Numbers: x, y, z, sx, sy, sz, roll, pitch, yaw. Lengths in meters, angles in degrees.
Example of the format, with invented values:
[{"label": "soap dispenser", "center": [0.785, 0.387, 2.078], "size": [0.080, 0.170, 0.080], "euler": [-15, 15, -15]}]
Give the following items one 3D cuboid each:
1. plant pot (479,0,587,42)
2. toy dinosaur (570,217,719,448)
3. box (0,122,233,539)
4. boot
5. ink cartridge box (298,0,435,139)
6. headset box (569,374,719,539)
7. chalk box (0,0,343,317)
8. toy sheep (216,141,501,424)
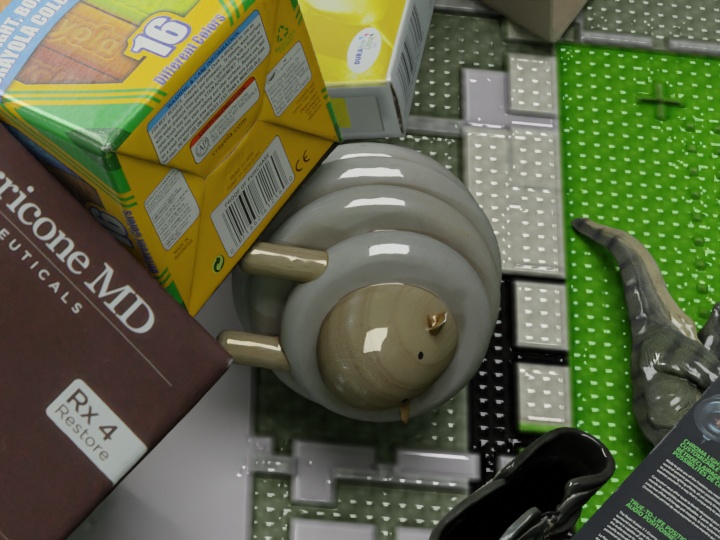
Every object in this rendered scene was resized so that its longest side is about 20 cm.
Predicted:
[{"label": "plant pot", "center": [0.071, -0.278, 1.507], "size": [0.177, 0.200, 0.200], "euler": [23, 53, 20]}, {"label": "toy dinosaur", "center": [0.164, 0.043, 1.375], "size": [0.088, 0.047, 0.200], "euler": [-6, 52, -6]}, {"label": "box", "center": [-0.197, 0.068, 1.192], "size": [0.166, 0.164, 0.200], "euler": [45, 58, -3]}, {"label": "boot", "center": [0.023, 0.149, 1.218], "size": [0.068, 0.131, 0.200], "euler": [39, 57, 19]}, {"label": "ink cartridge box", "center": [-0.063, -0.133, 1.403], "size": [0.200, 0.047, 0.198], "euler": [-1, 41, 12]}, {"label": "headset box", "center": [0.121, 0.163, 1.198], "size": [0.093, 0.174, 0.200], "euler": [37, 57, 16]}, {"label": "chalk box", "center": [-0.130, -0.089, 1.257], "size": [0.200, 0.124, 0.124], "euler": [25, 62, 30]}, {"label": "toy sheep", "center": [0.000, 0.000, 1.326], "size": [0.138, 0.138, 0.200], "euler": [4, 33, -7]}]
